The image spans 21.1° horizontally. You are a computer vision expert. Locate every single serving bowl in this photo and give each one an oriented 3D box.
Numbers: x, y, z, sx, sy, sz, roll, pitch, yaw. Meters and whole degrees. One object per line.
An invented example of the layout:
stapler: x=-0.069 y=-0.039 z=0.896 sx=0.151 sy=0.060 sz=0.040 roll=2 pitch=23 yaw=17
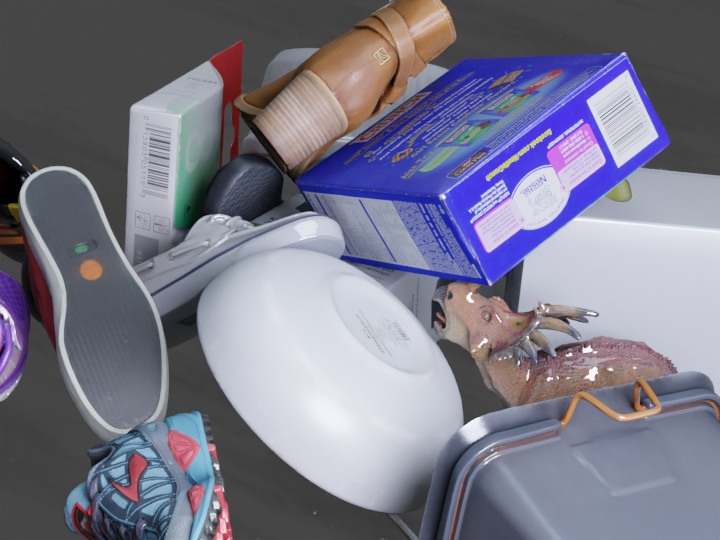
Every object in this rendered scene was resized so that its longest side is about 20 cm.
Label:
serving bowl: x=-0.006 y=0.056 z=1.230 sx=0.199 sy=0.066 sz=0.201 roll=35 pitch=25 yaw=-19

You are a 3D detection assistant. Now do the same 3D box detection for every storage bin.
storage bin: x=0.155 y=0.150 z=1.101 sx=0.198 sy=0.147 sz=0.134 roll=-9 pitch=37 yaw=-29

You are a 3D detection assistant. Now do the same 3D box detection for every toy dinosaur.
toy dinosaur: x=0.147 y=0.070 z=1.257 sx=0.198 sy=0.137 sz=0.086 roll=0 pitch=23 yaw=-19

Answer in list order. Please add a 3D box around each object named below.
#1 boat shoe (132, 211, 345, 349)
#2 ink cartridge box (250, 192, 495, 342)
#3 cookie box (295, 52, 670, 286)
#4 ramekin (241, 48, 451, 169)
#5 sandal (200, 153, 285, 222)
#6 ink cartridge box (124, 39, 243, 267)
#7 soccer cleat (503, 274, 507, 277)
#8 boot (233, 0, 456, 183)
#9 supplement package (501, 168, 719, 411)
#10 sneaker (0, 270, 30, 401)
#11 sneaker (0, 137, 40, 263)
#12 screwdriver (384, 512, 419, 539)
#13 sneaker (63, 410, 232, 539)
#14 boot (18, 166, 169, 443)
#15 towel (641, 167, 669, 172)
boat shoe: x=-0.100 y=-0.007 z=1.346 sx=0.199 sy=0.066 sz=0.073 roll=-24 pitch=-26 yaw=26
ink cartridge box: x=0.000 y=0.000 z=1.454 sx=0.145 sy=0.084 sz=0.200 roll=16 pitch=27 yaw=24
cookie box: x=0.078 y=-0.073 z=1.301 sx=0.171 sy=0.076 sz=0.199 roll=-37 pitch=21 yaw=-21
ramekin: x=0.001 y=-0.128 z=1.641 sx=0.200 sy=0.095 sz=0.202 roll=7 pitch=-2 yaw=0
sandal: x=-0.093 y=-0.045 z=1.469 sx=0.043 sy=0.076 sz=0.200 roll=40 pitch=-7 yaw=11
ink cartridge box: x=-0.119 y=-0.076 z=1.507 sx=0.050 sy=0.163 sz=0.200 roll=14 pitch=25 yaw=20
soccer cleat: x=0.130 y=-0.025 z=1.531 sx=0.198 sy=0.067 sz=0.076 roll=12 pitch=-16 yaw=25
boot: x=-0.010 y=-0.140 z=1.376 sx=0.155 sy=0.077 sz=0.200 roll=-39 pitch=2 yaw=-3
supplement package: x=0.204 y=0.019 z=1.362 sx=0.198 sy=0.157 sz=0.111 roll=5 pitch=24 yaw=0
sneaker: x=-0.255 y=0.047 z=1.273 sx=0.080 sy=0.089 sz=0.200 roll=34 pitch=26 yaw=-7
sneaker: x=-0.257 y=-0.048 z=1.441 sx=0.090 sy=0.070 sz=0.200 roll=29 pitch=-8 yaw=46
screwdriver: x=-0.009 y=0.122 z=1.251 sx=0.028 sy=0.029 sz=0.200 roll=-9 pitch=27 yaw=-28
sneaker: x=-0.124 y=0.151 z=1.127 sx=0.094 sy=0.080 sz=0.200 roll=-9 pitch=17 yaw=-7
boot: x=-0.187 y=0.046 z=1.337 sx=0.072 sy=0.145 sz=0.201 roll=-15 pitch=67 yaw=-18
towel: x=0.171 y=-0.086 z=1.679 sx=0.145 sy=0.022 sz=0.200 roll=-1 pitch=5 yaw=-13
